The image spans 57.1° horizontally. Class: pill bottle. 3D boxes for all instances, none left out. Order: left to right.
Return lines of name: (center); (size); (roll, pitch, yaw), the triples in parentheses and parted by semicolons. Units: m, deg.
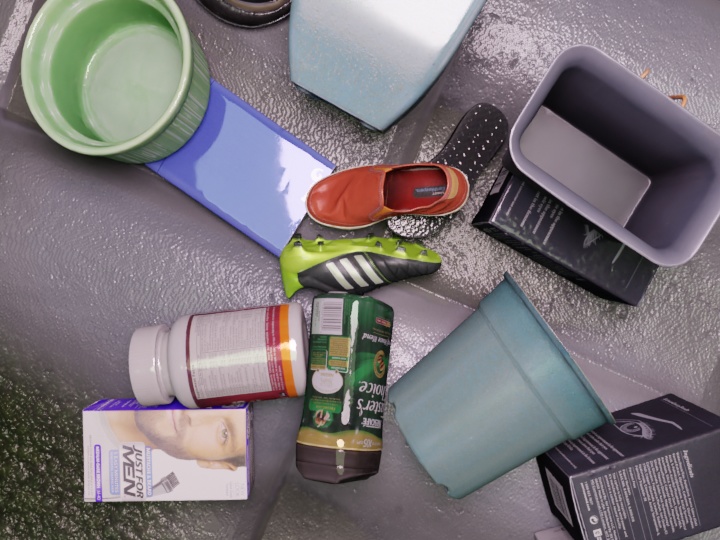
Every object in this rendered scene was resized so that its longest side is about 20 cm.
pill bottle: (-0.160, 0.102, 0.779); (0.195, 0.110, 0.112); (-7, 93, 0)

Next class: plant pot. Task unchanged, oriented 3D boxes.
plant pot: (0.018, -0.269, 0.732); (0.193, 0.196, 0.203); (28, 100, -2)
plant pot: (0.148, 0.142, 0.754); (0.195, 0.200, 0.202); (-37, 92, 9)

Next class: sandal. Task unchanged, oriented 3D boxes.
sandal: (0.107, -0.114, 0.809); (0.075, 0.048, 0.201); (42, 82, -1)

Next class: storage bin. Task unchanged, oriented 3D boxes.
storage bin: (0.237, -0.112, 0.644); (0.198, 0.134, 0.147); (33, 92, -3)

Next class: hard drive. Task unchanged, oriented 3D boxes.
hard drive: (-0.145, -0.128, 0.811); (0.198, 0.025, 0.133); (34, 91, -2)

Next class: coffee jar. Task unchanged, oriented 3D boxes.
coffee jar: (-0.016, 0.132, 0.741); (0.084, 0.104, 0.205); (1, 79, 26)

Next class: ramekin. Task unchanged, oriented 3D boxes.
ramekin: (-0.268, -0.221, 0.755); (0.195, 0.098, 0.205); (-1, 86, 8)

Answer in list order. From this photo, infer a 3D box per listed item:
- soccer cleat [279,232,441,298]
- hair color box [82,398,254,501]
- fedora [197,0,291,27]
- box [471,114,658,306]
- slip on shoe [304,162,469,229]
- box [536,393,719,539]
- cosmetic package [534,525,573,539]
soccer cleat: (0.000, 0.000, 0.806); (0.195, 0.068, 0.083); (1, 112, -2)
hair color box: (-0.231, 0.216, 0.807); (0.195, 0.065, 0.112); (-1, 92, -2)
fedora: (-0.138, -0.394, 0.766); (0.196, 0.092, 0.206); (0, 92, -1)
box: (0.255, -0.072, 0.773); (0.197, 0.104, 0.150); (30, 91, -2)
slip on shoe: (0.024, -0.090, 0.753); (0.196, 0.061, 0.076); (-2, 83, 21)
box: (0.323, 0.236, 0.772); (0.196, 0.148, 0.107); (-17, 93, 0)
cosmetic package: (0.267, 0.380, 0.751); (0.070, 0.200, 0.104); (-15, 92, 0)
